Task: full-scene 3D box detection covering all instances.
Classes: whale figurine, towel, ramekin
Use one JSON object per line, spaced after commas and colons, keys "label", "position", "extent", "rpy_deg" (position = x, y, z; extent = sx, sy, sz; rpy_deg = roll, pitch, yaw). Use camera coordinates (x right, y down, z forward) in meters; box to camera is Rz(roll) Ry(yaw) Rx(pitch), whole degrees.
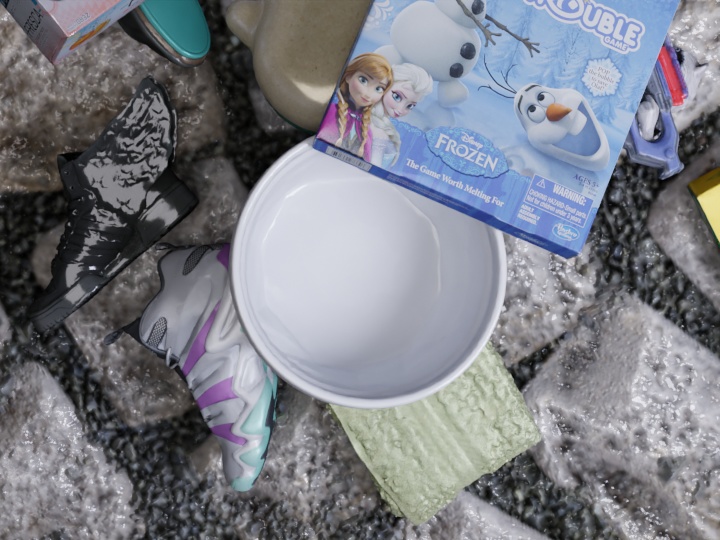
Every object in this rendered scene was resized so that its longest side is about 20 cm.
{"label": "whale figurine", "position": [-0.021, -0.195, 1.030], "extent": [0.158, 0.104, 0.201], "rpy_deg": [-11, 78, -1]}
{"label": "towel", "position": [0.043, 0.091, 1.105], "extent": [0.148, 0.036, 0.201], "rpy_deg": [-34, 100, 1]}
{"label": "ramekin", "position": [0.000, 0.000, 1.012], "extent": [0.199, 0.105, 0.202], "rpy_deg": [0, 87, -9]}

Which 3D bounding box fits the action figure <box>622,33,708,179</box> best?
{"label": "action figure", "position": [0.164, -0.151, 1.041], "extent": [0.192, 0.105, 0.201], "rpy_deg": [-7, 77, -4]}

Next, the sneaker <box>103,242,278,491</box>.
{"label": "sneaker", "position": [-0.137, 0.073, 1.097], "extent": [0.139, 0.078, 0.201], "rpy_deg": [3, 93, 3]}

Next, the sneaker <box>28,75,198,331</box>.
{"label": "sneaker", "position": [-0.207, -0.051, 1.077], "extent": [0.200, 0.060, 0.104], "rpy_deg": [-39, 95, 7]}

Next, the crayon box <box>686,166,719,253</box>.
{"label": "crayon box", "position": [0.376, -0.016, 1.063], "extent": [0.172, 0.058, 0.201], "rpy_deg": [-28, 100, 8]}

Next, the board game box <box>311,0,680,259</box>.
{"label": "board game box", "position": [0.095, -0.139, 0.955], "extent": [0.199, 0.043, 0.200], "rpy_deg": [23, 83, -4]}

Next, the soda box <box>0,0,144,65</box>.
{"label": "soda box", "position": [-0.157, -0.233, 0.965], "extent": [0.200, 0.064, 0.068], "rpy_deg": [-43, 97, -24]}

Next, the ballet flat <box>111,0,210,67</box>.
{"label": "ballet flat", "position": [-0.182, -0.232, 1.032], "extent": [0.068, 0.068, 0.201], "rpy_deg": [-28, 90, 42]}
